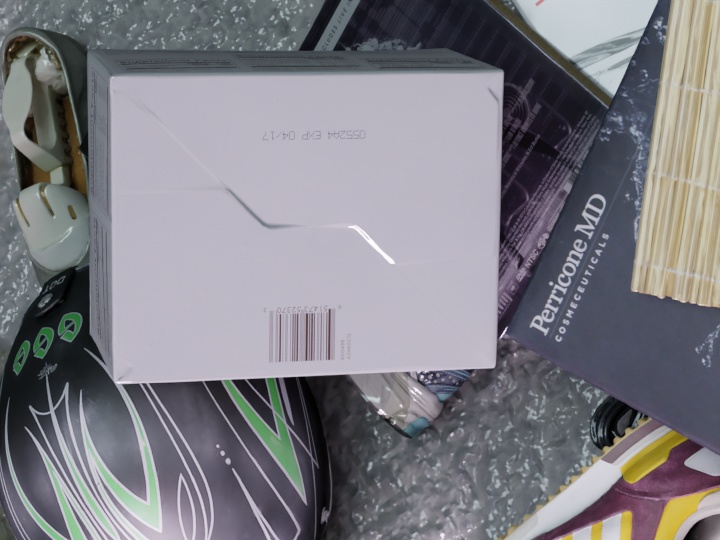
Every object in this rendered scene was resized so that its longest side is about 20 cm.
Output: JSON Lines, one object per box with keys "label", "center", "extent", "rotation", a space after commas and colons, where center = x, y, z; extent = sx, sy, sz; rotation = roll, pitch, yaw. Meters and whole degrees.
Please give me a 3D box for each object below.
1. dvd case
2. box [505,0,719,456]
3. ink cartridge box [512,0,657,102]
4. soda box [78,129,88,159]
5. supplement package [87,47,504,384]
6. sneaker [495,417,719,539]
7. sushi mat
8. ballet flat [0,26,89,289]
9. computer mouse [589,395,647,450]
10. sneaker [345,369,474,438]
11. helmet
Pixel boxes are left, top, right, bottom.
{"label": "dvd case", "center": [0.046, -0.082, 1.238], "extent": [0.200, 0.016, 0.149], "rotation": [44, 121, 22]}
{"label": "box", "center": [0.208, -0.010, 1.090], "extent": [0.199, 0.117, 0.198], "rotation": [28, 101, 23]}
{"label": "ink cartridge box", "center": [0.158, -0.136, 1.212], "extent": [0.116, 0.067, 0.201], "rotation": [-36, 78, 18]}
{"label": "soda box", "center": [-0.107, -0.069, 1.310], "extent": [0.071, 0.063, 0.200], "rotation": [-62, 22, 5]}
{"label": "supplement package", "center": [-0.037, -0.032, 1.161], "extent": [0.198, 0.111, 0.157], "rotation": [-2, 102, -13]}
{"label": "sneaker", "center": [0.127, 0.165, 1.188], "extent": [0.200, 0.075, 0.090], "rotation": [-47, 57, 14]}
{"label": "sushi mat", "center": [0.182, -0.082, 1.033], "extent": [0.095, 0.012, 0.202], "rotation": [9, 92, 23]}
{"label": "ballet flat", "center": [-0.197, -0.059, 1.420], "extent": [0.067, 0.064, 0.202], "rotation": [-18, 72, 25]}
{"label": "computer mouse", "center": [0.104, 0.005, 1.251], "extent": [0.200, 0.044, 0.110], "rotation": [39, 100, 29]}
{"label": "sneaker", "center": [0.000, 0.000, 1.305], "extent": [0.086, 0.078, 0.200], "rotation": [-39, 68, 0]}
{"label": "helmet", "center": [-0.113, 0.108, 1.278], "extent": [0.199, 0.200, 0.192], "rotation": [-30, 50, 21]}
